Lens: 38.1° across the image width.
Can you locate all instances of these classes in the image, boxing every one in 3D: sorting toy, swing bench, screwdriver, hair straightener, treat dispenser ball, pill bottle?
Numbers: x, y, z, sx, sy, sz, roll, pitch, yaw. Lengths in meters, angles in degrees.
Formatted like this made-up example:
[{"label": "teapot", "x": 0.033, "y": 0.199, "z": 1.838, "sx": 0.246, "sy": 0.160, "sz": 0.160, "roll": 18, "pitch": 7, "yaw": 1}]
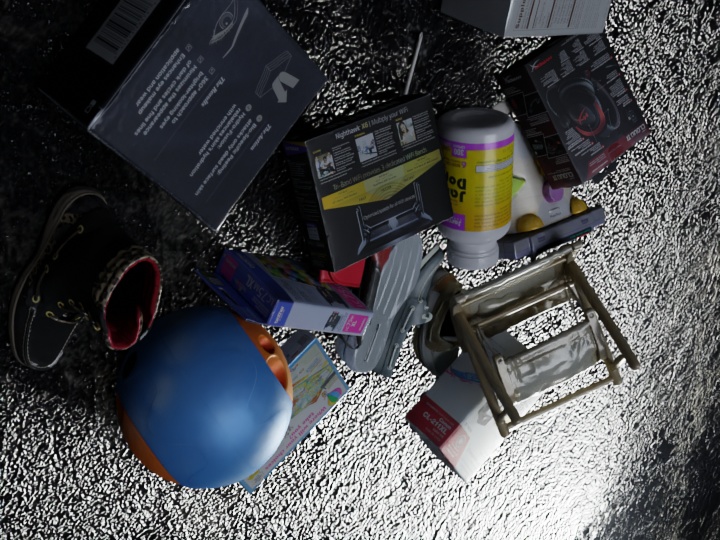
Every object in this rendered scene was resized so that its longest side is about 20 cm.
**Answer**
[{"label": "sorting toy", "x": 0.240, "y": -0.160, "z": 1.493, "sx": 0.198, "sy": 0.106, "sz": 0.183, "roll": -21, "pitch": 110, "yaw": -35}, {"label": "swing bench", "x": 0.249, "y": 0.095, "z": 1.454, "sx": 0.196, "sy": 0.202, "sz": 0.130, "roll": -22, "pitch": 165, "yaw": -7}, {"label": "screwdriver", "x": 0.052, "y": -0.197, "z": 1.310, "sx": 0.028, "sy": 0.029, "sz": 0.203, "roll": 0, "pitch": 116, "yaw": -45}, {"label": "hair straightener", "x": 0.000, "y": 0.000, "z": 1.349, "sx": 0.041, "sy": 0.076, "sz": 0.204, "roll": 12, "pitch": 86, "yaw": -51}, {"label": "treat dispenser ball", "x": -0.174, "y": 0.141, "z": 1.172, "sx": 0.199, "sy": 0.200, "sz": 0.204, "roll": -25, "pitch": 131, "yaw": -32}, {"label": "pill bottle", "x": 0.152, "y": -0.107, "z": 1.394, "sx": 0.103, "sy": 0.104, "sz": 0.203, "roll": -21, "pitch": 121, "yaw": -34}]

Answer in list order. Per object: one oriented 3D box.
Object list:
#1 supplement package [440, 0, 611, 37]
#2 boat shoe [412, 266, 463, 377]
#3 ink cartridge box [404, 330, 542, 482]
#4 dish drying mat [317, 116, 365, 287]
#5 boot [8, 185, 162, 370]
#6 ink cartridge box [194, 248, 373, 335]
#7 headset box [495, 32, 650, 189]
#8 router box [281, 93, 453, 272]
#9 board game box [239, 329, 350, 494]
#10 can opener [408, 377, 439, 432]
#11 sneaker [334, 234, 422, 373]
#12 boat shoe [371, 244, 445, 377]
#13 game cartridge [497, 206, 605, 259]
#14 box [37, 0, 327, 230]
[{"label": "supplement package", "x": 0.214, "y": -0.364, "z": 1.293, "sx": 0.198, "sy": 0.116, "sz": 0.119, "roll": -12, "pitch": 124, "yaw": -39}, {"label": "boat shoe", "x": 0.123, "y": 0.088, "z": 1.541, "sx": 0.074, "sy": 0.068, "sz": 0.202, "roll": -33, "pitch": 135, "yaw": -25}, {"label": "ink cartridge box", "x": 0.178, "y": 0.198, "z": 1.575, "sx": 0.200, "sy": 0.083, "sz": 0.146, "roll": -47, "pitch": 142, "yaw": -8}, {"label": "dish drying mat", "x": -0.008, "y": -0.082, "z": 1.287, "sx": 0.076, "sy": 0.018, "sz": 0.204, "roll": 8, "pitch": 92, "yaw": -49}, {"label": "boot", "x": -0.274, "y": 0.034, "z": 1.038, "sx": 0.073, "sy": 0.150, "sz": 0.202, "roll": 14, "pitch": 105, "yaw": -48}, {"label": "ink cartridge box", "x": -0.088, "y": 0.025, "z": 1.245, "sx": 0.198, "sy": 0.119, "sz": 0.042, "roll": 7, "pitch": 116, "yaw": -47}, {"label": "headset box", "x": 0.298, "y": -0.219, "z": 1.434, "sx": 0.148, "sy": 0.075, "sz": 0.202, "roll": -35, "pitch": 103, "yaw": -23}, {"label": "router box", "x": 0.013, "y": -0.108, "z": 1.250, "sx": 0.198, "sy": 0.052, "sz": 0.160, "roll": -25, "pitch": 111, "yaw": -33}, {"label": "board game box", "x": -0.113, "y": 0.188, "z": 1.396, "sx": 0.200, "sy": 0.034, "sz": 0.135, "roll": -45, "pitch": 139, "yaw": -14}, {"label": "can opener", "x": 0.152, "y": 0.180, "z": 1.644, "sx": 0.201, "sy": 0.052, "sz": 0.066, "roll": -56, "pitch": 141, "yaw": -1}, {"label": "sneaker", "x": 0.016, "y": 0.033, "z": 1.397, "sx": 0.073, "sy": 0.070, "sz": 0.202, "roll": 24, "pitch": 92, "yaw": -42}, {"label": "boat shoe", "x": 0.068, "y": 0.058, "z": 1.451, "sx": 0.201, "sy": 0.061, "sz": 0.073, "roll": -57, "pitch": 176, "yaw": 8}, {"label": "game cartridge", "x": 0.251, "y": -0.056, "z": 1.528, "sx": 0.198, "sy": 0.129, "sz": 0.039, "roll": -20, "pitch": 110, "yaw": -34}, {"label": "box", "x": -0.169, "y": -0.183, "z": 1.025, "sx": 0.198, "sy": 0.117, "sz": 0.200, "roll": -53, "pitch": 139, "yaw": -4}]
